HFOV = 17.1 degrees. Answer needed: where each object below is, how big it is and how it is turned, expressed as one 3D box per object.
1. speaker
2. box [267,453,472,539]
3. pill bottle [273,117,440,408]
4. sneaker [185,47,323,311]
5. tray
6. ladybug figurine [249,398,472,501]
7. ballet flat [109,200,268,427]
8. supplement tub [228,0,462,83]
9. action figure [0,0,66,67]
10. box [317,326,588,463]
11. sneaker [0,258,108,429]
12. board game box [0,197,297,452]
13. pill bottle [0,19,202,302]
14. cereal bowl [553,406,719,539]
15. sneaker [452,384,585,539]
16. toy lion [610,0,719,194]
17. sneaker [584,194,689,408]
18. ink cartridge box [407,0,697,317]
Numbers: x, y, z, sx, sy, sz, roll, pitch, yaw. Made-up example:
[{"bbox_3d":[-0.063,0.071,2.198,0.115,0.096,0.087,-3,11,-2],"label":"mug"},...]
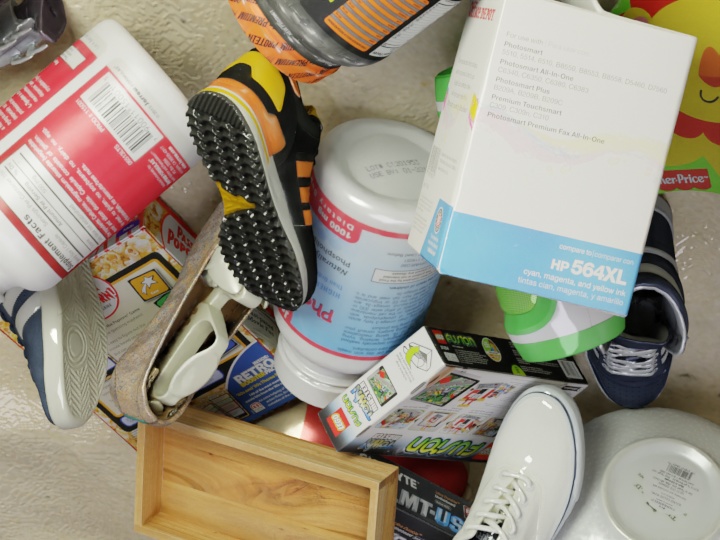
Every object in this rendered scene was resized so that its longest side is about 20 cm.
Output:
[{"bbox_3d":[0.113,-0.045,1.593,0.088,0.088,0.201,-16,99,14],"label":"speaker"},{"bbox_3d":[0.003,0.230,1.825,0.199,0.050,0.198,28,129,-29],"label":"box"},{"bbox_3d":[0.000,0.000,1.674,0.108,0.109,0.201,10,130,-10],"label":"pill bottle"},{"bbox_3d":[-0.050,-0.062,1.574,0.070,0.090,0.201,22,145,31],"label":"sneaker"},{"bbox_3d":[-0.070,0.165,1.729,0.199,0.037,0.099,14,113,24],"label":"tray"},{"bbox_3d":[-0.007,0.155,1.837,0.199,0.072,0.136,13,130,-12],"label":"ladybug figurine"},{"bbox_3d":[-0.099,0.026,1.667,0.068,0.067,0.201,29,94,-33],"label":"ballet flat"},{"bbox_3d":[0.018,-0.209,1.477,0.200,0.123,0.122,-34,124,27],"label":"supplement tub"},{"bbox_3d":[-0.291,-0.133,1.581,0.200,0.070,0.130,-31,130,28],"label":"action figure"},{"bbox_3d":[0.070,0.093,1.736,0.110,0.035,0.200,-39,154,24],"label":"box"},{"bbox_3d":[-0.234,0.014,1.662,0.084,0.201,0.075,-10,175,21],"label":"sneaker"},{"bbox_3d":[-0.152,0.047,1.756,0.151,0.046,0.200,-28,127,23],"label":"board game box"},{"bbox_3d":[-0.203,-0.061,1.565,0.200,0.112,0.112,-41,126,-4],"label":"pill bottle"},{"bbox_3d":[0.220,0.184,1.772,0.199,0.201,0.083,-1,148,0],"label":"cereal bowl"},{"bbox_3d":[0.108,0.181,1.720,0.073,0.071,0.201,19,100,22],"label":"sneaker"},{"bbox_3d":[0.214,-0.123,1.574,0.199,0.069,0.192,-2,121,31],"label":"toy lion"},{"bbox_3d":[0.197,0.051,1.720,0.070,0.109,0.201,-2,132,2],"label":"sneaker"},{"bbox_3d":[0.119,-0.090,1.479,0.125,0.129,0.201,14,97,-8],"label":"ink cartridge box"}]
